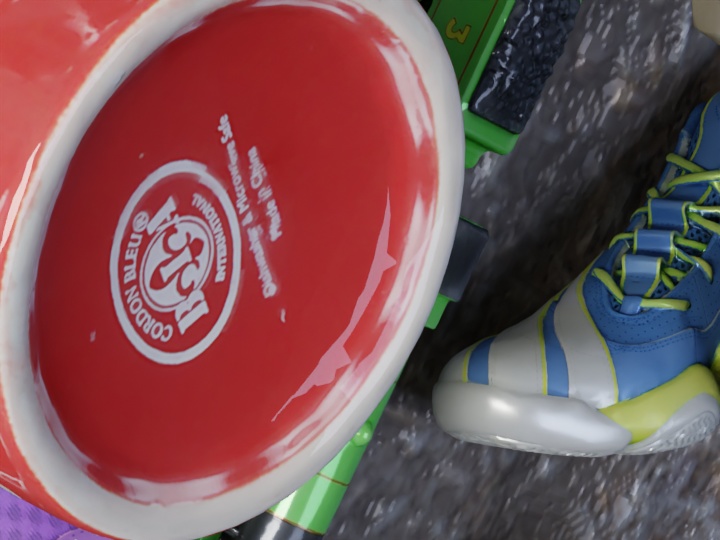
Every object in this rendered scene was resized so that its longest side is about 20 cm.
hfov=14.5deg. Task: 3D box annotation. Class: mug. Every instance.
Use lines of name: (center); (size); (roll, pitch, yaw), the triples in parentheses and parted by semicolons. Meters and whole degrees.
mug: (-0.099, -0.042, 0.522); (0.177, 0.200, 0.134); (30, 88, -51)

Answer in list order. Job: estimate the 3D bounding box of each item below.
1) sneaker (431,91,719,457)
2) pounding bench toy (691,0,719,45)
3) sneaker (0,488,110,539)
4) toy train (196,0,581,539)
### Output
sneaker: (0.095, -0.004, 0.870); (0.200, 0.076, 0.105); (-9, 100, -47)
pounding bench toy: (0.154, -0.164, 0.790); (0.200, 0.156, 0.124); (-35, 143, 14)
sneaker: (-0.051, 0.112, 0.714); (0.080, 0.088, 0.200); (-37, 111, -28)
toy train: (0.000, 0.000, 0.766); (0.042, 0.056, 0.200); (22, 93, -50)
